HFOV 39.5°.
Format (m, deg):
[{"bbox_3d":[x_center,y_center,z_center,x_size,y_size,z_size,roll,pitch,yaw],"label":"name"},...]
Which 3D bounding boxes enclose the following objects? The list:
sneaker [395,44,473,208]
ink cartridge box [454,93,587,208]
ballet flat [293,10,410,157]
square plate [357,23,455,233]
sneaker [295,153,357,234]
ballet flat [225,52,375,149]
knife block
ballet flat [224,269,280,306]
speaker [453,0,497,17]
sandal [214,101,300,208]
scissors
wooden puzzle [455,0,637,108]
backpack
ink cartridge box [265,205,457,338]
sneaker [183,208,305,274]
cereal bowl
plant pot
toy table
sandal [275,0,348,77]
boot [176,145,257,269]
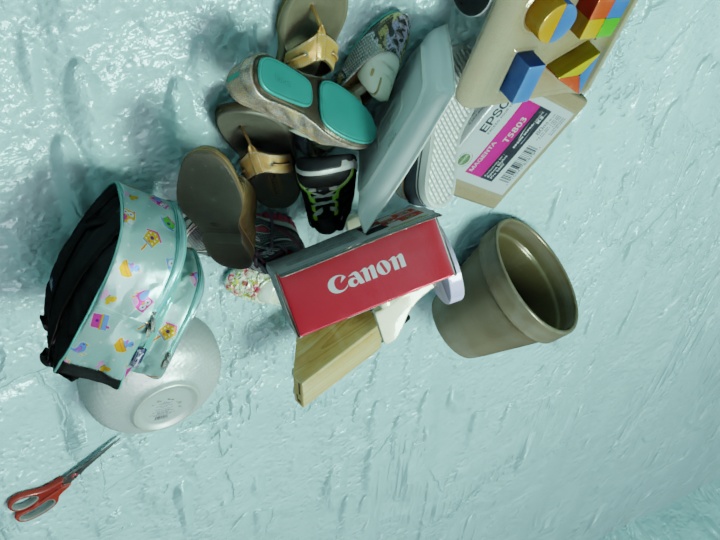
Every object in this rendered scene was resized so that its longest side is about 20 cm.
[{"bbox_3d":[0.085,-0.179,1.233,0.078,0.079,0.202,17,85,-39],"label":"sneaker"},{"bbox_3d":[0.175,-0.189,1.317,0.164,0.075,0.200,11,127,-47],"label":"ink cartridge box"},{"bbox_3d":[-0.002,-0.204,1.158,0.200,0.072,0.072,-46,144,17],"label":"ballet flat"},{"bbox_3d":[0.045,-0.171,1.157,0.028,0.199,0.201,25,121,-14],"label":"square plate"},{"bbox_3d":[-0.034,-0.086,1.197,0.071,0.084,0.200,-4,174,4],"label":"sneaker"},{"bbox_3d":[-0.065,-0.178,1.080,0.067,0.069,0.199,-11,157,38],"label":"ballet flat"},{"bbox_3d":[-0.005,0.097,1.439,0.174,0.201,0.064,2,141,2],"label":"knife block"},{"bbox_3d":[-0.087,0.018,1.366,0.198,0.064,0.076,-5,136,-34],"label":"ballet flat"},{"bbox_3d":[0.202,-0.331,1.158,0.198,0.081,0.082,-8,139,-33],"label":"speaker"},{"bbox_3d":[-0.113,-0.123,1.160,0.081,0.055,0.201,-5,148,4],"label":"sandal"},{"bbox_3d":[-0.432,0.311,1.491,0.199,0.014,0.073,-31,143,-6],"label":"scissors"},{"bbox_3d":[0.225,-0.262,1.153,0.198,0.046,0.186,-10,143,-29],"label":"wooden puzzle"},{"bbox_3d":[-0.257,0.011,1.109,0.152,0.176,0.201,14,115,-23],"label":"backpack"},{"bbox_3d":[0.000,0.000,1.166,0.198,0.085,0.176,-22,-172,-6],"label":"ink cartridge box"},{"bbox_3d":[-0.143,-0.039,1.240,0.199,0.075,0.081,7,130,-43],"label":"sneaker"},{"bbox_3d":[-0.276,0.155,1.363,0.199,0.084,0.201,-23,144,-17],"label":"cereal bowl"},{"bbox_3d":[0.211,0.046,1.561,0.173,0.202,0.199,-34,150,33],"label":"plant pot"},{"bbox_3d":[0.057,-0.004,1.362,0.116,0.186,0.200,-20,-173,-6],"label":"toy table"},{"bbox_3d":[-0.059,-0.229,1.091,0.080,0.054,0.201,-5,138,-33],"label":"sandal"},{"bbox_3d":[-0.153,-0.085,1.114,0.073,0.076,0.201,7,150,9],"label":"boot"}]
